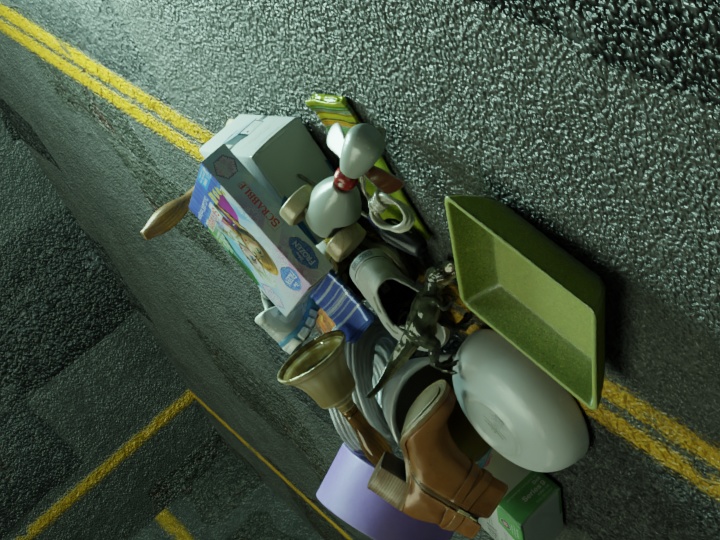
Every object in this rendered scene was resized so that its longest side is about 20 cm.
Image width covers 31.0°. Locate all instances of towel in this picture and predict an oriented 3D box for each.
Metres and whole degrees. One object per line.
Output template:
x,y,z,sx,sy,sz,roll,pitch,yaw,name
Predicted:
-0.063,0.008,1.676,0.200,0.024,0.145,46,164,2,towel
0.009,-0.117,1.492,0.201,0.018,0.086,57,164,-23,towel

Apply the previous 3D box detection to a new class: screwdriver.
0.001,-0.073,1.536,0.200,0.029,0.028,37,158,30,screwdriver

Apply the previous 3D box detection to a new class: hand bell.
-0.226,-0.111,1.807,0.104,0.200,0.104,45,163,17,hand bell
-0.012,0.189,1.696,0.201,0.104,0.104,57,163,-16,hand bell

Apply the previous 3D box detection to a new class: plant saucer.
0.177,0.022,1.297,0.199,0.048,0.201,41,161,30,plant saucer

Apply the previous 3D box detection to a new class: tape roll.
0.042,0.329,1.841,0.199,0.085,0.200,29,180,0,tape roll

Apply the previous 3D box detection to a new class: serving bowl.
0.179,0.169,1.556,0.200,0.066,0.201,41,155,23,serving bowl

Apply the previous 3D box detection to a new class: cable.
0.011,0.159,1.831,0.069,0.200,0.201,-12,119,22,cable

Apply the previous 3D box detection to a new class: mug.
0.104,0.195,1.726,0.187,0.149,0.153,59,171,-9,mug

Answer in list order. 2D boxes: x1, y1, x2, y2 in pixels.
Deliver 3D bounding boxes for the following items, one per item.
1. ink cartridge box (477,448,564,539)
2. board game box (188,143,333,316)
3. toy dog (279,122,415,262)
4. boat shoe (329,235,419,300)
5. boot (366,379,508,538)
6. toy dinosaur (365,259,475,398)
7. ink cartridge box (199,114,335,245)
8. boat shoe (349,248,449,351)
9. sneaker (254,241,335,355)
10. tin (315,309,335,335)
0.186,0.300,1.828,0.200,0.087,0.146,38,160,31,ink cartridge box
-0.130,-0.045,1.630,0.200,0.041,0.200,48,163,2,board game box
-0.006,-0.098,1.448,0.132,0.096,0.200,53,141,-10,toy dog
0.000,0.000,1.676,0.076,0.074,0.200,54,163,-15,boat shoe
0.113,0.238,1.593,0.154,0.201,0.077,27,-154,-2,boot
0.084,0.075,1.536,0.088,0.201,0.048,19,-162,-22,toy dinosaur
-0.108,-0.121,1.679,0.147,0.086,0.200,55,162,-22,ink cartridge box
0.060,0.049,1.578,0.066,0.072,0.200,51,179,46,boat shoe
-0.091,0.018,1.780,0.086,0.201,0.075,34,130,-14,sneaker
-0.031,0.080,2.011,0.112,0.042,0.200,49,165,19,tin
